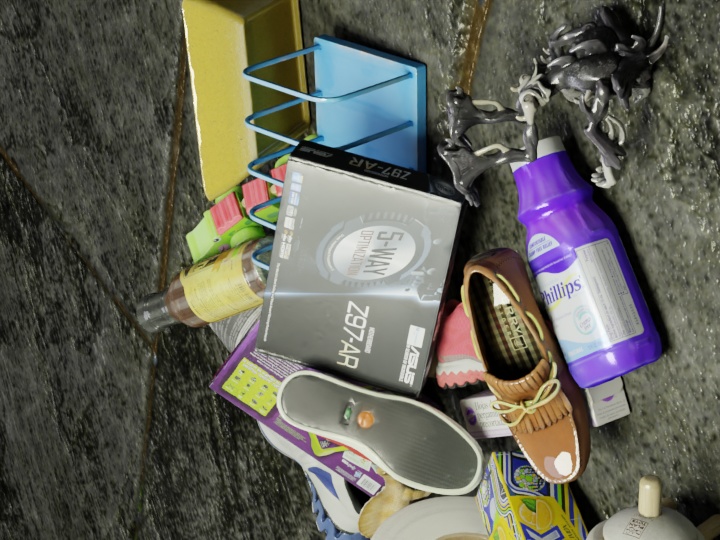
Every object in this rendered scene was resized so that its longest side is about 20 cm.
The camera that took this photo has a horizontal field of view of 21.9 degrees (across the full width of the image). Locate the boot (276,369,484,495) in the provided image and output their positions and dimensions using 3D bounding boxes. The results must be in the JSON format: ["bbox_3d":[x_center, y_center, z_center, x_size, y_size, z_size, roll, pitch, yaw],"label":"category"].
[{"bbox_3d":[0.022,0.146,1.724,0.144,0.199,0.073,56,-122,-85],"label":"boot"}]

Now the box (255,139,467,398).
[{"bbox_3d":[0.000,0.000,1.657,0.159,0.044,0.201,16,117,8],"label":"box"}]

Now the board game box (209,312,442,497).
[{"bbox_3d":[-0.034,0.123,1.813,0.199,0.032,0.120,35,123,-7],"label":"board game box"}]

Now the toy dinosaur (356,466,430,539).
[{"bbox_3d":[0.038,0.242,1.830,0.058,0.101,0.201,39,135,43],"label":"toy dinosaur"}]

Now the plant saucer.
[{"bbox_3d":[-0.100,-0.189,1.802,0.048,0.200,0.201,3,111,20],"label":"plant saucer"}]

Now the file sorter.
[{"bbox_3d":[-0.028,-0.096,1.733,0.138,0.122,0.201,23,124,42],"label":"file sorter"}]

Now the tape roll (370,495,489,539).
[{"bbox_3d":[0.091,0.323,1.686,0.203,0.202,0.140,48,142,36],"label":"tape roll"}]

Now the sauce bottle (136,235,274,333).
[{"bbox_3d":[-0.149,0.020,1.869,0.199,0.065,0.065,-20,87,40],"label":"sauce bottle"}]

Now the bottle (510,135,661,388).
[{"bbox_3d":[0.176,-0.009,1.513,0.083,0.065,0.201,-30,78,59],"label":"bottle"}]

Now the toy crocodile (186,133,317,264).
[{"bbox_3d":[-0.099,-0.069,1.881,0.199,0.062,0.068,-30,60,24],"label":"toy crocodile"}]

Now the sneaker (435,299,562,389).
[{"bbox_3d":[0.118,0.052,1.634,0.200,0.073,0.087,-15,89,59],"label":"sneaker"}]

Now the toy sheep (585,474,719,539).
[{"bbox_3d":[0.231,0.252,1.479,0.138,0.137,0.201,20,122,54],"label":"toy sheep"}]

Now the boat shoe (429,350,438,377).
[{"bbox_3d":[0.012,0.045,1.810,0.200,0.066,0.074,41,137,43],"label":"boat shoe"}]

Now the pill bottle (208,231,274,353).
[{"bbox_3d":[-0.081,0.061,1.924,0.200,0.116,0.117,49,142,34],"label":"pill bottle"}]

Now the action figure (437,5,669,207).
[{"bbox_3d":[0.161,-0.129,1.446,0.199,0.102,0.119,-24,49,22],"label":"action figure"}]

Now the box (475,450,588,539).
[{"bbox_3d":[0.162,0.254,1.613,0.070,0.064,0.201,106,154,-43],"label":"box"}]

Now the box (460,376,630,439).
[{"bbox_3d":[0.158,0.119,1.632,0.200,0.041,0.039,-15,91,61],"label":"box"}]

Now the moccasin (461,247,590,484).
[{"bbox_3d":[0.134,0.082,1.518,0.073,0.078,0.203,-11,103,24],"label":"moccasin"}]

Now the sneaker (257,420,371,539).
[{"bbox_3d":[-0.023,0.184,1.939,0.200,0.080,0.115,59,144,10],"label":"sneaker"}]
